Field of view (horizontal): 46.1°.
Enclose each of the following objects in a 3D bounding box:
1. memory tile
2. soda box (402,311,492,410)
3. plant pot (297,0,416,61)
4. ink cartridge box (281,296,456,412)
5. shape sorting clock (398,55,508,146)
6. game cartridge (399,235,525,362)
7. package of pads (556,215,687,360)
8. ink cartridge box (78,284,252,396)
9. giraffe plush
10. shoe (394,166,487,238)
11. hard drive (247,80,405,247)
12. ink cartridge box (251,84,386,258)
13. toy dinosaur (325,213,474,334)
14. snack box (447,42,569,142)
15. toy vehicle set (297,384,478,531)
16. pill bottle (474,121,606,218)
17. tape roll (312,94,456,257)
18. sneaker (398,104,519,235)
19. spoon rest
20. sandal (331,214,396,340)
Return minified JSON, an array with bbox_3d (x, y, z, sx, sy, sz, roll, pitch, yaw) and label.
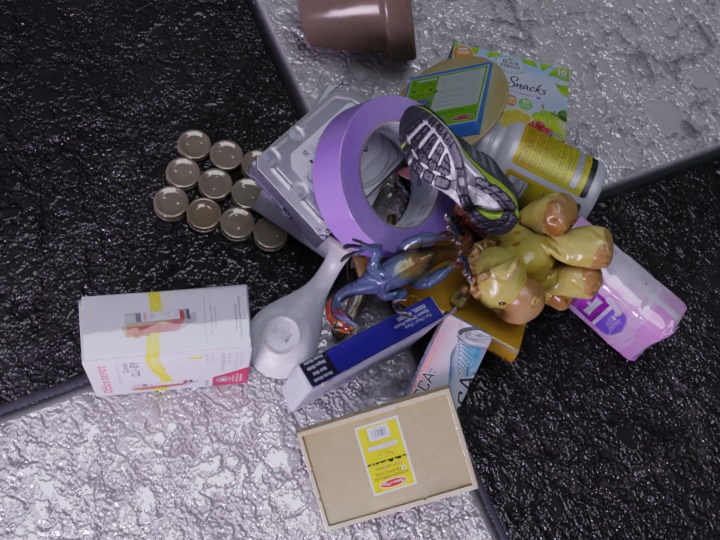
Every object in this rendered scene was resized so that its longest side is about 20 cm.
[{"bbox_3d":[-0.185,-0.115,1.216,0.196,0.017,0.156,17,63,-4],"label":"memory tile"},{"bbox_3d":[0.094,0.157,1.072,0.067,0.064,0.203,25,92,2],"label":"soda box"},{"bbox_3d":[-0.007,-0.420,1.316,0.170,0.201,0.205,-8,65,6],"label":"plant pot"},{"bbox_3d":[0.004,0.099,1.051,0.197,0.200,0.041,-26,81,-22],"label":"ink cartridge box"},{"bbox_3d":[0.129,-0.243,1.270,0.196,0.039,0.203,-18,46,19],"label":"shape sorting clock"},{"bbox_3d":[0.142,0.021,1.178,0.197,0.033,0.177,26,40,3],"label":"game cartridge"},{"bbox_3d":[0.350,0.028,1.199,0.199,0.121,0.076,42,64,9],"label":"package of pads"},{"bbox_3d":[-0.236,0.089,1.039,0.195,0.146,0.085,-4,67,-12],"label":"ink cartridge box"},{"bbox_3d":[0.208,-0.003,1.104,0.198,0.175,0.162,30,47,19],"label":"giraffe plush"},{"bbox_3d":[0.139,-0.092,1.244,0.090,0.072,0.201,-32,70,-21],"label":"shoe"},{"bbox_3d":[-0.039,-0.147,1.140,0.140,0.038,0.200,46,62,-2],"label":"hard drive"},{"bbox_3d":[-0.042,-0.139,1.205,0.143,0.084,0.202,33,63,-8],"label":"ink cartridge box"},{"bbox_3d":[0.047,0.017,1.037,0.179,0.199,0.107,-26,77,20],"label":"toy dinosaur"},{"bbox_3d":[0.230,-0.273,1.351,0.195,0.053,0.145,12,63,-4],"label":"snack box"},{"bbox_3d":[0.033,0.228,1.031,0.195,0.027,0.127,-16,91,5],"label":"toy vehicle set"},{"bbox_3d":[0.257,-0.150,1.267,0.197,0.113,0.114,27,63,1],"label":"pill bottle"},{"bbox_3d":[0.035,-0.121,1.106,0.196,0.065,0.206,2,86,-35],"label":"tape roll"},{"bbox_3d":[0.128,-0.134,1.086,0.200,0.074,0.081,47,30,-5],"label":"sneaker"},{"bbox_3d":[-0.077,0.052,1.137,0.098,0.061,0.202,33,82,6],"label":"spoon rest"},{"bbox_3d":[0.000,0.000,1.167,0.053,0.081,0.203,27,67,2],"label":"sandal"}]
